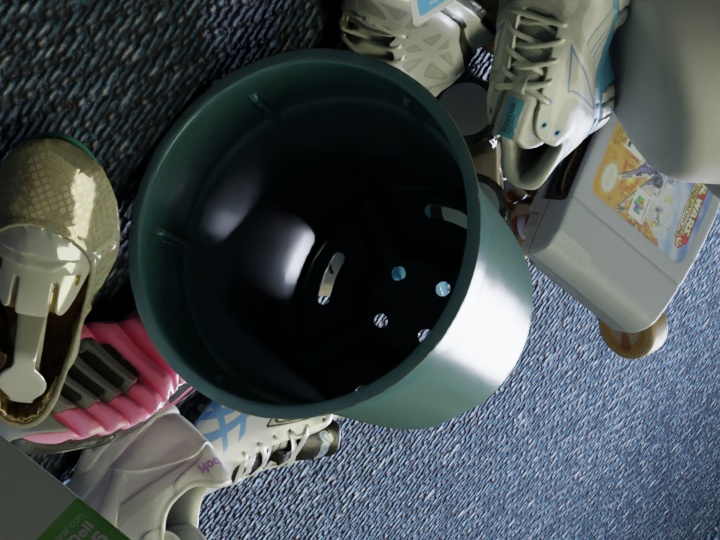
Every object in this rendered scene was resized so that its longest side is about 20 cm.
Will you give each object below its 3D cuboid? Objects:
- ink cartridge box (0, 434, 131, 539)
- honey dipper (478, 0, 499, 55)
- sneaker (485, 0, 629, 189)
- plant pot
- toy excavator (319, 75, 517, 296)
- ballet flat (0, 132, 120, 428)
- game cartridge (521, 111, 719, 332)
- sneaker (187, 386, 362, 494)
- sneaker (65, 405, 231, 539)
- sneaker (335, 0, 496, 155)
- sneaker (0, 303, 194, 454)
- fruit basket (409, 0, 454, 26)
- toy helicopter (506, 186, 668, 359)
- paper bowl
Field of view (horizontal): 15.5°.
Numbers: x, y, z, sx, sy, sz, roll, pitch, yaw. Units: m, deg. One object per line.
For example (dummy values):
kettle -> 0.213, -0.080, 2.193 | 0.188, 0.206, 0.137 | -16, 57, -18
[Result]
ink cartridge box -> -0.197, 0.134, 1.298 | 0.084, 0.200, 0.146 | -46, 161, -20
honey dipper -> 0.068, -0.183, 1.582 | 0.038, 0.038, 0.200 | -49, 157, -5
sneaker -> 0.107, -0.119, 1.531 | 0.087, 0.075, 0.200 | -57, 155, -29
plant pot -> 0.000, 0.000, 1.478 | 0.200, 0.200, 0.196 | -52, 157, 2
toy excavator -> -0.001, -0.012, 1.647 | 0.100, 0.199, 0.195 | 63, 24, -69
ballet flat -> -0.160, 0.013, 1.346 | 0.200, 0.067, 0.063 | 103, -4, -53
game cartridge -> 0.183, -0.069, 1.703 | 0.133, 0.041, 0.200 | 34, 72, -36
sneaker -> -0.059, 0.106, 1.758 | 0.200, 0.072, 0.072 | -32, 155, -41
sneaker -> -0.155, 0.174, 1.621 | 0.200, 0.100, 0.075 | -56, 163, 17
sneaker -> 0.013, -0.118, 1.503 | 0.115, 0.076, 0.200 | -54, 163, 2
sneaker -> -0.143, 0.067, 1.512 | 0.200, 0.079, 0.095 | -27, 161, -48
fruit basket -> 0.086, -0.244, 1.359 | 0.185, 0.094, 0.200 | -38, 136, -25
toy helicopter -> 0.144, -0.033, 1.766 | 0.079, 0.200, 0.132 | -27, 170, -49
paper bowl -> 0.206, -0.133, 1.567 | 0.104, 0.201, 0.201 | -22, 153, -12
